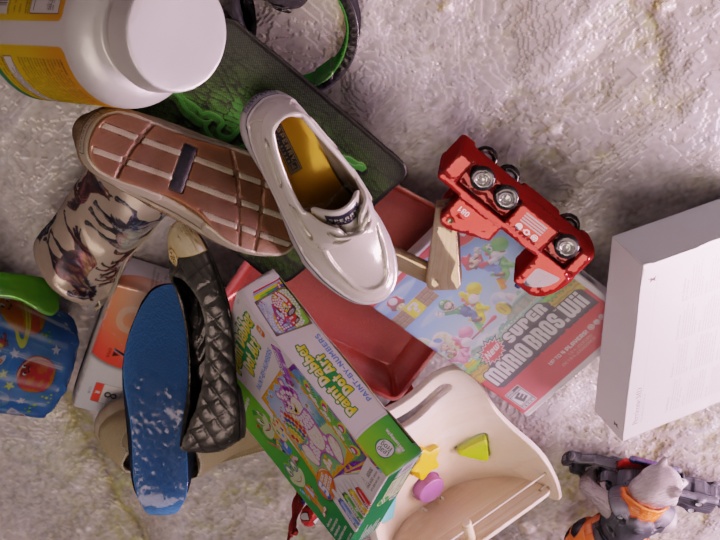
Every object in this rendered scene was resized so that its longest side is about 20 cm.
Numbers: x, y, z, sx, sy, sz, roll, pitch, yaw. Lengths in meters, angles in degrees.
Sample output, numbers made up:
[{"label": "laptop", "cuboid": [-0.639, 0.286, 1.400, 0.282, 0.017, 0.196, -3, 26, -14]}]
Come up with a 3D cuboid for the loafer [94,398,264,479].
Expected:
[{"label": "loafer", "cuboid": [-0.144, 0.156, 1.529, 0.198, 0.069, 0.076, -5, 135, -12]}]

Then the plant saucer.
[{"label": "plant saucer", "cuboid": [0.000, 0.000, 1.451, 0.199, 0.037, 0.200, 26, 121, -18]}]

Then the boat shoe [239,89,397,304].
[{"label": "boat shoe", "cuboid": [-0.023, -0.048, 1.275, 0.071, 0.070, 0.201, -34, 117, -10]}]

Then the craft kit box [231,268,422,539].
[{"label": "craft kit box", "cuboid": [-0.042, 0.123, 1.403, 0.048, 0.198, 0.200, -31, 162, -23]}]

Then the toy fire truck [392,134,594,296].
[{"label": "toy fire truck", "cuboid": [0.077, -0.031, 1.360, 0.200, 0.049, 0.141, 38, 116, -11]}]

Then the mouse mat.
[{"label": "mouse mat", "cuboid": [-0.083, -0.090, 1.306, 0.200, 0.008, 0.161, 38, 118, -21]}]

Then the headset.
[{"label": "headset", "cuboid": [-0.086, -0.209, 1.257, 0.123, 0.094, 0.200, -33, 115, 24]}]

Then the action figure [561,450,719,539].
[{"label": "action figure", "cuboid": [0.284, 0.253, 1.614, 0.198, 0.105, 0.194, 9, 138, -3]}]

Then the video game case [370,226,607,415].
[{"label": "video game case", "cuboid": [0.124, 0.032, 1.444, 0.199, 0.017, 0.143, 35, 117, -22]}]

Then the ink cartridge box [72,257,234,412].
[{"label": "ink cartridge box", "cuboid": [-0.151, 0.085, 1.523, 0.199, 0.050, 0.163, 19, 127, -9]}]

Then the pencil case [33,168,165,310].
[{"label": "pencil case", "cuboid": [-0.195, -0.058, 1.384, 0.089, 0.078, 0.200, 44, 118, 5]}]

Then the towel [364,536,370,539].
[{"label": "towel", "cuboid": [0.076, 0.316, 1.616, 0.199, 0.193, 0.035, 18, 103, -9]}]

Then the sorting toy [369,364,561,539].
[{"label": "sorting toy", "cuboid": [0.067, 0.181, 1.529, 0.199, 0.107, 0.181, -32, 129, -18]}]

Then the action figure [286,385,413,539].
[{"label": "action figure", "cuboid": [-0.016, 0.197, 1.581, 0.065, 0.099, 0.201, 20, 129, -13]}]

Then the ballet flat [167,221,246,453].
[{"label": "ballet flat", "cuboid": [-0.136, 0.057, 1.377, 0.056, 0.066, 0.202, -13, 102, -20]}]

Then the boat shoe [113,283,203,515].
[{"label": "boat shoe", "cuboid": [-0.179, 0.110, 1.447, 0.083, 0.069, 0.202, 9, 93, -7]}]

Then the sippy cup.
[{"label": "sippy cup", "cuboid": [-0.327, 0.069, 1.473, 0.130, 0.178, 0.141, 20, 83, -27]}]

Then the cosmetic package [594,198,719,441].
[{"label": "cosmetic package", "cuboid": [0.284, 0.039, 1.434, 0.150, 0.052, 0.201, -20, 132, -22]}]

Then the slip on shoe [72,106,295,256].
[{"label": "slip on shoe", "cuboid": [-0.135, -0.071, 1.286, 0.199, 0.060, 0.077, 21, 90, -29]}]

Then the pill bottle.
[{"label": "pill bottle", "cuboid": [-0.188, -0.177, 1.214, 0.199, 0.113, 0.113, 11, 145, 50]}]
